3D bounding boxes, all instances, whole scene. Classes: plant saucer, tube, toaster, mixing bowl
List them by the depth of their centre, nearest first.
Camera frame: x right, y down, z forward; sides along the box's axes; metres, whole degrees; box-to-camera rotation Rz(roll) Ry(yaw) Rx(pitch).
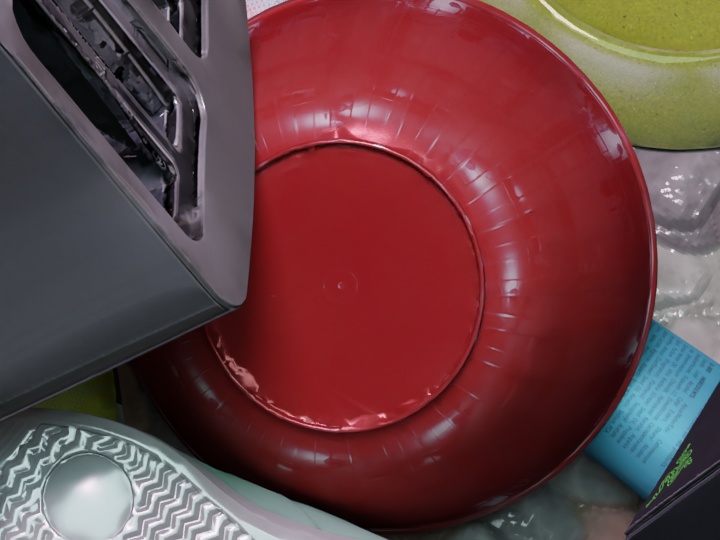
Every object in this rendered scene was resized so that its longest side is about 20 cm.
[{"bbox_3d":[-0.122,-0.064,0.822,0.118,0.200,0.181,-22,42,19],"label":"toaster"},{"bbox_3d":[0.000,0.000,0.913,0.199,0.108,0.202,1,94,8],"label":"mixing bowl"},{"bbox_3d":[0.124,0.063,0.978,0.200,0.050,0.078,36,73,6],"label":"tube"},{"bbox_3d":[0.124,-0.146,1.070,0.199,0.031,0.201,1,67,-1],"label":"plant saucer"}]

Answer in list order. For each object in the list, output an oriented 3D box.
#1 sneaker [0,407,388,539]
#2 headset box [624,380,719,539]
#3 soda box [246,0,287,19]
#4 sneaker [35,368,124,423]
[{"bbox_3d":[-0.053,0.108,0.908,0.199,0.118,0.074,21,77,-3],"label":"sneaker"},{"bbox_3d":[0.195,0.028,0.897,0.093,0.174,0.200,37,60,-2],"label":"headset box"},{"bbox_3d":[-0.048,-0.138,1.037,0.063,0.068,0.201,1,68,5],"label":"soda box"},{"bbox_3d":[-0.137,-0.011,0.979,0.075,0.076,0.201,-15,71,-10],"label":"sneaker"}]
